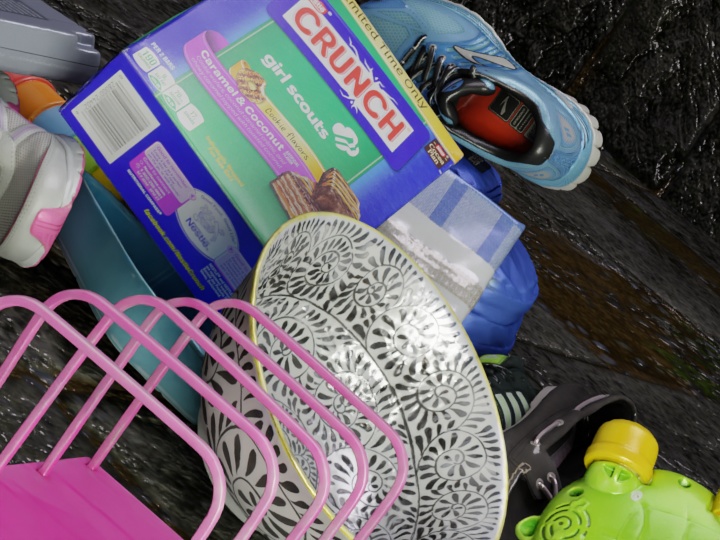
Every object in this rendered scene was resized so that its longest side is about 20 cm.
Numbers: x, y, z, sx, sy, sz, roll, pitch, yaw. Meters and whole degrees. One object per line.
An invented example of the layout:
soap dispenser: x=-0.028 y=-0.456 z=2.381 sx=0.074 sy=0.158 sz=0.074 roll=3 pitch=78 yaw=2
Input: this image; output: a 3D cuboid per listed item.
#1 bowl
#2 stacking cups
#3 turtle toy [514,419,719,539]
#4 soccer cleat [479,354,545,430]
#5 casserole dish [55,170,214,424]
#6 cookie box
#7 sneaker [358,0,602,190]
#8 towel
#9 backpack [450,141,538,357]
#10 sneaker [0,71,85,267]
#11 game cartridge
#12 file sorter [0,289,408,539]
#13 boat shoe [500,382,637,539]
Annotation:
bowl: x=-0.021 y=0.079 z=1.181 sx=0.201 sy=0.094 sz=0.201 roll=36 pitch=40 yaw=-38
stacking cups: x=-0.188 y=-0.082 z=1.511 sx=0.060 sy=0.061 sz=0.200 roll=22 pitch=17 yaw=-46
turtle toy: x=0.177 y=0.185 z=1.283 sx=0.200 sy=0.146 sz=0.101 roll=23 pitch=-30 yaw=7
soccer cleat: x=0.071 y=0.087 z=1.457 sx=0.067 sy=0.081 sz=0.200 roll=-1 pitch=-15 yaw=26
casserole dish: x=-0.119 y=0.020 z=1.295 sx=0.121 sy=0.039 sz=0.200 roll=48 pitch=3 yaw=-36
cookie box: x=-0.054 y=-0.082 z=1.373 sx=0.171 sy=0.075 sz=0.200 roll=54 pitch=41 yaw=-4
sneaker: x=0.070 y=-0.128 z=1.551 sx=0.200 sy=0.078 sz=0.090 roll=34 pitch=12 yaw=22
towel: x=0.000 y=0.000 z=1.460 sx=0.147 sy=0.200 sz=0.024 roll=37 pitch=-28 yaw=0
backpack: x=0.028 y=-0.012 z=1.578 sx=0.200 sy=0.168 sz=0.163 roll=36 pitch=18 yaw=5
sneaker: x=-0.229 y=-0.067 z=1.328 sx=0.088 sy=0.081 sz=0.200 roll=19 pitch=13 yaw=-38
game cartridge: x=-0.255 y=-0.162 z=1.419 sx=0.133 sy=0.040 sz=0.200 roll=14 pitch=12 yaw=-31
file sorter: x=-0.087 y=0.088 z=0.966 sx=0.139 sy=0.125 sz=0.200 roll=39 pitch=13 yaw=18
boat shoe: x=0.118 y=0.120 z=1.409 sx=0.057 sy=0.067 sz=0.200 roll=-4 pitch=20 yaw=24
